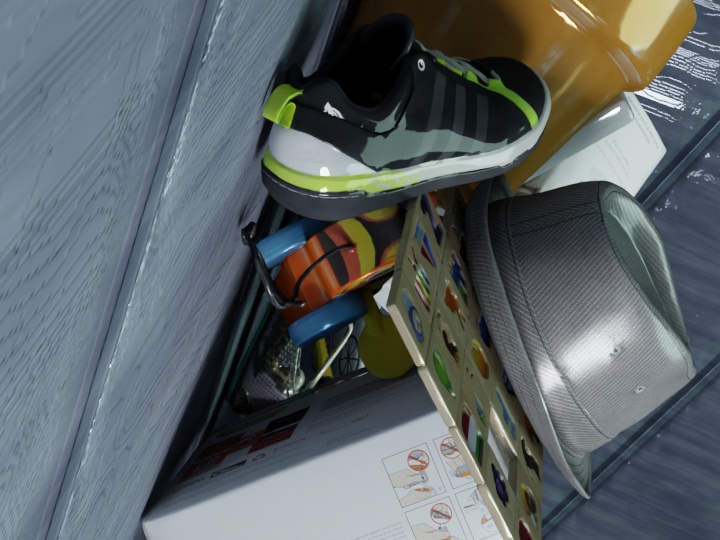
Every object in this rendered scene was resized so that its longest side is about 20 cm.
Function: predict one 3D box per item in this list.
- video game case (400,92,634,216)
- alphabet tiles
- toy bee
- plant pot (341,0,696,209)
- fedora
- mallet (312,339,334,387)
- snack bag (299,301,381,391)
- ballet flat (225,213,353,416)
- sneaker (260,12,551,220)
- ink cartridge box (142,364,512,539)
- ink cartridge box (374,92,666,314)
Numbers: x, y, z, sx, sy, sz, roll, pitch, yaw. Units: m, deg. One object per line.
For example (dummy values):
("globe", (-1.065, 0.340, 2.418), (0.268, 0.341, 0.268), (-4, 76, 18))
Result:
("video game case", (0.083, -0.113, 1.017), (0.199, 0.023, 0.183), (-30, -144, 16))
("alphabet tiles", (0.060, 0.038, 0.734), (0.168, 0.007, 0.201), (63, 18, -21))
("toy bee", (0.000, 0.000, 0.807), (0.200, 0.108, 0.132), (-128, -166, -75))
("plant pot", (0.073, -0.137, 0.882), (0.184, 0.199, 0.200), (-53, 179, 2))
("fedora", (0.134, 0.024, 0.807), (0.201, 0.089, 0.178), (58, 22, -34))
("mallet", (-0.025, 0.071, 1.073), (0.201, 0.041, 0.066), (-105, -154, -42))
("snack bag", (-0.029, 0.082, 1.153), (0.188, 0.021, 0.202), (-173, -85, -69))
("ballet flat", (-0.030, 0.011, 0.979), (0.072, 0.071, 0.202), (-53, 163, -84))
("sneaker", (0.032, -0.088, 0.716), (0.199, 0.071, 0.084), (-27, 133, -42))
("ink cartridge box", (-0.003, 0.117, 0.831), (0.176, 0.198, 0.085), (-59, 126, -77))
("ink cartridge box", (0.101, -0.048, 1.022), (0.200, 0.085, 0.145), (-51, -145, -16))
